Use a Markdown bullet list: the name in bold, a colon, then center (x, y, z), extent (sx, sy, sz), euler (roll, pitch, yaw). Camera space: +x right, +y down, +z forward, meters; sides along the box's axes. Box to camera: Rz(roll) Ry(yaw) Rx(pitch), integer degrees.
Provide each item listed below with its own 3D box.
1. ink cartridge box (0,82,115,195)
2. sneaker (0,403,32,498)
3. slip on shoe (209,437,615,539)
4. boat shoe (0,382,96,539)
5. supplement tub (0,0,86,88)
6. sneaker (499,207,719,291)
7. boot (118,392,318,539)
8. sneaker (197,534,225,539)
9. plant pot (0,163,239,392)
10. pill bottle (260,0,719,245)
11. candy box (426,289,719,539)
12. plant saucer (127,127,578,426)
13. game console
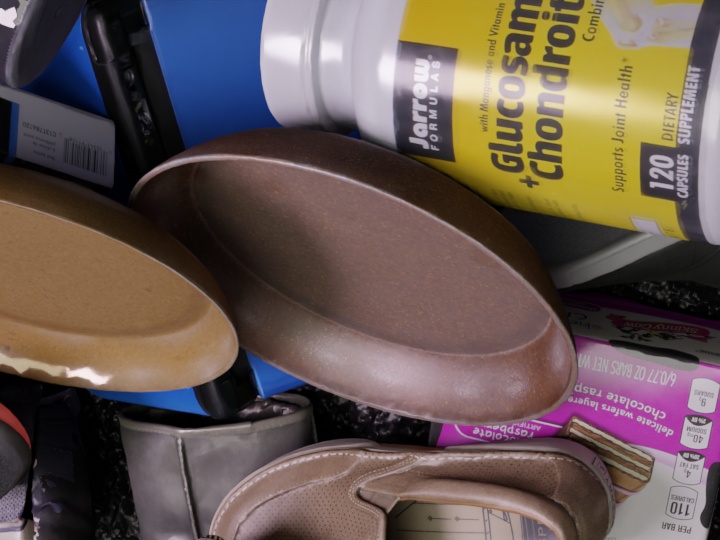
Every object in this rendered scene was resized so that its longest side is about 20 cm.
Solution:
- **ink cartridge box**: center (-0.203, -0.025, 0.907), extent (0.099, 0.040, 0.200), euler (16, 149, -33)
- **sneaker**: center (-0.222, 0.056, 0.952), extent (0.199, 0.087, 0.074), euler (2, 139, 40)
- **slip on shoe**: center (0.014, 0.119, 0.895), extent (0.198, 0.061, 0.077), euler (-6, 105, 23)
- **boat shoe**: center (-0.214, 0.112, 1.016), extent (0.199, 0.074, 0.094), euler (-11, 74, 30)
- **supplement tub**: center (-0.205, -0.150, 0.790), extent (0.199, 0.107, 0.108), euler (30, 113, 4)
- **sneaker**: center (0.146, -0.007, 0.877), extent (0.199, 0.071, 0.099), euler (-18, 133, 38)
- **boot**: center (-0.095, 0.165, 0.996), extent (0.180, 0.073, 0.202), euler (-11, 113, 2)
- **sneaker**: center (-0.041, 0.192, 0.928), extent (0.107, 0.068, 0.202), euler (20, 147, 15)
- **plant pot**: center (-0.146, 0.001, 0.852), extent (0.198, 0.200, 0.028), euler (8, 67, 11)
- **pill bottle**: center (0.066, -0.080, 0.788), extent (0.198, 0.112, 0.113), euler (11, 112, 22)
- **candy box**: center (0.096, 0.113, 0.936), extent (0.135, 0.061, 0.202), euler (11, 112, 10)
- **plant saucer**: center (0.000, 0.000, 0.827), extent (0.199, 0.035, 0.201), euler (18, 155, 9)
- **game console**: center (-0.071, -0.045, 0.939), extent (0.170, 0.118, 0.202), euler (5, 116, 47)
